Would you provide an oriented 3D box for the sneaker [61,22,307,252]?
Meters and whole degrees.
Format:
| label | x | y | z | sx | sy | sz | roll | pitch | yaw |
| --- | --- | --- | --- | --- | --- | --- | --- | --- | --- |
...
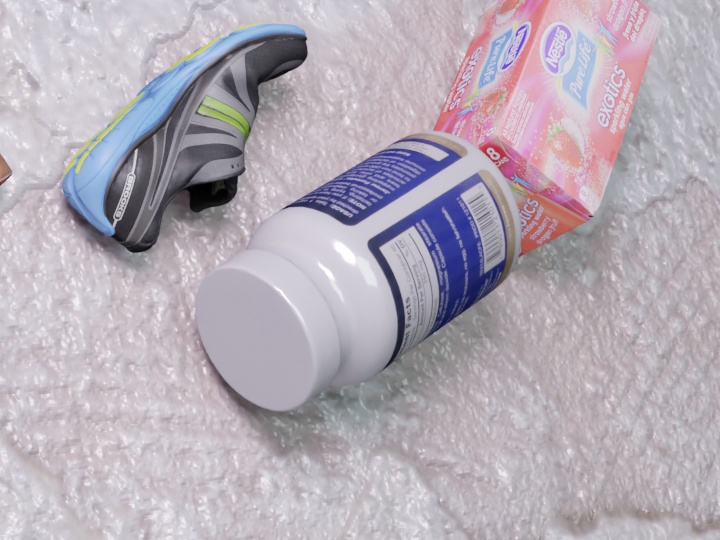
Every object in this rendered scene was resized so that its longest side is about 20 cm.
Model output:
| label | x | y | z | sx | sy | sz | roll | pitch | yaw |
| --- | --- | --- | --- | --- | --- | --- | --- | --- | --- |
| sneaker | -0.098 | -0.083 | 1.069 | 0.083 | 0.071 | 0.200 | 52 | 53 | -15 |

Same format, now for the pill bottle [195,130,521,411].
| label | x | y | z | sx | sy | sz | roll | pitch | yaw |
| --- | --- | --- | --- | --- | --- | --- | --- | --- | --- |
| pill bottle | 0.000 | 0.000 | 1.074 | 0.200 | 0.116 | 0.116 | -32 | 92 | -42 |

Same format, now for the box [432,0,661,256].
| label | x | y | z | sx | sy | sz | roll | pitch | yaw |
| --- | --- | --- | --- | --- | --- | --- | --- | --- | --- |
| box | 0.126 | -0.119 | 1.234 | 0.095 | 0.102 | 0.201 | 38 | 53 | -20 |

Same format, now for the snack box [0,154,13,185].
| label | x | y | z | sx | sy | sz | roll | pitch | yaw |
| --- | --- | --- | --- | --- | --- | --- | --- | --- | --- |
| snack box | -0.279 | -0.033 | 0.928 | 0.200 | 0.024 | 0.072 | -39 | 96 | -41 |

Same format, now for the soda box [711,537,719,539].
| label | x | y | z | sx | sy | sz | roll | pitch | yaw |
| --- | --- | --- | --- | --- | --- | --- | --- | --- | --- |
| soda box | 0.228 | 0.252 | 1.178 | 0.200 | 0.068 | 0.064 | -36 | 95 | -42 |
